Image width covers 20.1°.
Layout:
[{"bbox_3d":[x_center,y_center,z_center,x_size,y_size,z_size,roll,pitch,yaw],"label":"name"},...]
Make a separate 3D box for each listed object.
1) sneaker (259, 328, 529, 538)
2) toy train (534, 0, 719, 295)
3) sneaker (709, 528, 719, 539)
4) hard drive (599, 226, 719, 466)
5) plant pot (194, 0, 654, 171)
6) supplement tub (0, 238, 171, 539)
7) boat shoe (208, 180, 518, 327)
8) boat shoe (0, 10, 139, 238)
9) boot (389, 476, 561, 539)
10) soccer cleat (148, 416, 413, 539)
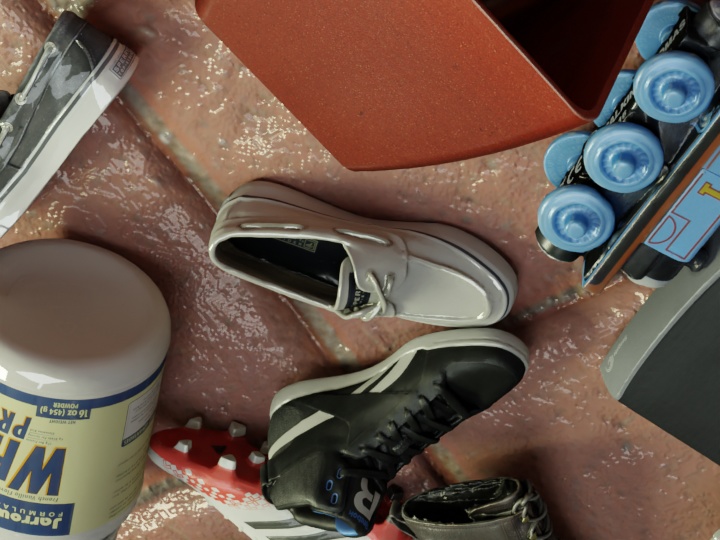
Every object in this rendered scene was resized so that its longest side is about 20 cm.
[{"bbox_3d":[0.024,0.116,1.328,0.199,0.113,0.073,-21,137,31],"label":"sneaker"},{"bbox_3d":[0.183,-0.067,1.183,0.114,0.087,0.200,26,127,-10],"label":"toy train"},{"bbox_3d":[0.293,0.161,1.319,0.200,0.080,0.077,-42,64,18],"label":"sneaker"},{"bbox_3d":[0.250,0.039,1.260,0.134,0.042,0.200,33,126,-7],"label":"hard drive"},{"bbox_3d":[0.030,-0.171,1.100,0.200,0.200,0.176,45,136,-16],"label":"plant pot"},{"bbox_3d":[-0.210,0.096,1.368,0.144,0.145,0.201,17,126,4],"label":"supplement tub"},{"bbox_3d":[0.000,0.000,1.291,0.199,0.066,0.072,20,126,1],"label":"boat shoe"},{"bbox_3d":[-0.222,-0.084,1.295,0.068,0.072,0.200,36,123,-13],"label":"boat shoe"},{"bbox_3d":[0.133,0.207,1.378,0.199,0.069,0.175,-8,130,23],"label":"boot"},{"bbox_3d":[-0.061,0.169,1.421,0.199,0.069,0.086,20,112,-4],"label":"soccer cleat"}]
